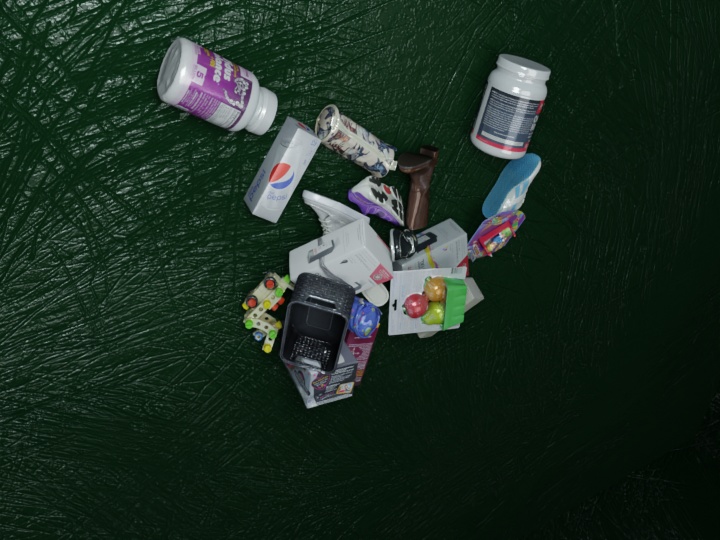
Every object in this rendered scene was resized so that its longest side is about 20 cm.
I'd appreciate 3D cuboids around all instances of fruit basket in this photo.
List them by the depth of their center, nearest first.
[{"bbox_3d":[0.167,0.074,1.554,0.194,0.094,0.190,-2,120,-4],"label":"fruit basket"}]

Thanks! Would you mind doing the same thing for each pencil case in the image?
[{"bbox_3d":[-0.010,-0.270,1.294,0.198,0.088,0.080,25,78,-40],"label":"pencil case"},{"bbox_3d":[-0.039,0.086,1.461,0.077,0.198,0.089,-20,121,-36],"label":"pencil case"}]

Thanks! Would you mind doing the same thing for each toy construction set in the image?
[{"bbox_3d":[-0.196,0.079,1.426,0.131,0.092,0.201,42,87,-19],"label":"toy construction set"}]

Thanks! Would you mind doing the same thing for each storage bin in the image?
[{"bbox_3d":[-0.095,0.119,1.350,0.132,0.095,0.203,15,133,0],"label":"storage bin"}]

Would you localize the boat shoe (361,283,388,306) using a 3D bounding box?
[{"bbox_3d":[0.000,0.000,1.511,0.074,0.060,0.201,-40,113,2],"label":"boat shoe"}]

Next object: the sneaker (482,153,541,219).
[{"bbox_3d":[0.403,-0.217,1.609,0.080,0.077,0.202,14,121,-45],"label":"sneaker"}]

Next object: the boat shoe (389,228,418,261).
[{"bbox_3d":[0.103,-0.063,1.438,0.058,0.200,0.078,-1,101,9],"label":"boat shoe"}]

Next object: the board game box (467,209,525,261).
[{"bbox_3d":[0.367,-0.081,1.652,0.154,0.040,0.202,-9,148,-28],"label":"board game box"}]

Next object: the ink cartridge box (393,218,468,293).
[{"bbox_3d":[0.177,-0.020,1.595,0.196,0.083,0.148,-26,133,-15],"label":"ink cartridge box"}]

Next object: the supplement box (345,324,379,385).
[{"bbox_3d":[-0.033,0.189,1.596,0.084,0.111,0.204,-1,122,-30],"label":"supplement box"}]

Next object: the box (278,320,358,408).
[{"bbox_3d":[-0.109,0.213,1.503,0.129,0.201,0.117,-9,126,-26],"label":"box"}]

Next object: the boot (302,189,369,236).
[{"bbox_3d":[-0.064,-0.105,1.379,0.197,0.073,0.098,21,94,-41],"label":"boot"}]

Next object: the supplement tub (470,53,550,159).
[{"bbox_3d":[0.342,-0.373,1.405,0.137,0.141,0.204,-4,124,-29],"label":"supplement tub"}]

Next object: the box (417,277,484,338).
[{"bbox_3d":[0.233,0.102,1.674,0.199,0.069,0.081,-40,159,26],"label":"box"}]

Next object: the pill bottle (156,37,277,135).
[{"bbox_3d":[-0.250,-0.318,1.093,0.197,0.113,0.114,17,113,-39],"label":"pill bottle"}]

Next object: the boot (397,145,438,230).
[{"bbox_3d":[0.123,-0.171,1.415,0.185,0.063,0.205,-32,138,-53],"label":"boot"}]

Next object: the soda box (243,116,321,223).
[{"bbox_3d":[-0.162,-0.205,1.260,0.063,0.068,0.202,19,111,-39],"label":"soda box"}]

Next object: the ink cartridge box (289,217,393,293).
[{"bbox_3d":[-0.043,-0.013,1.377,0.196,0.087,0.146,-21,142,22],"label":"ink cartridge box"}]

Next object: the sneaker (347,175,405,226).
[{"bbox_3d":[0.040,-0.158,1.432,0.082,0.083,0.199,-17,152,30],"label":"sneaker"}]
